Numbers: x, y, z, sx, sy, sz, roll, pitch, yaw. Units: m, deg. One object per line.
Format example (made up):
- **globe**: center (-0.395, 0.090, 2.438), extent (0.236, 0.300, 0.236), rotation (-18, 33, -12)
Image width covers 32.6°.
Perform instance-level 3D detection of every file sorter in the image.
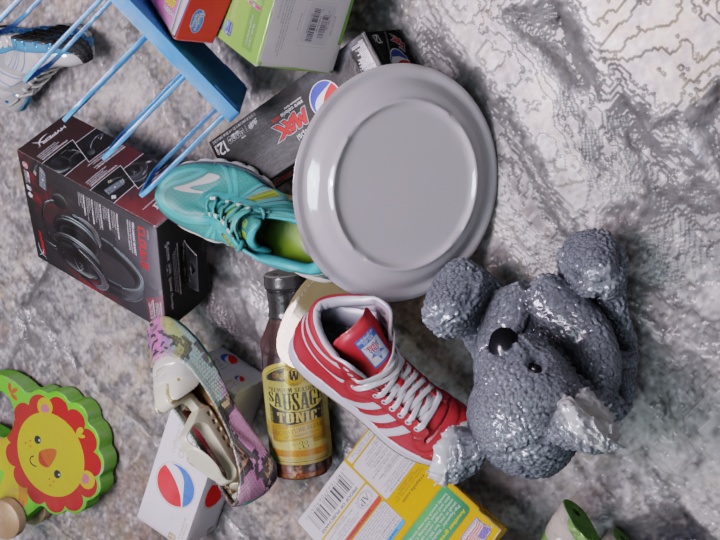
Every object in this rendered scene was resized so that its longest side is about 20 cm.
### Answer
- **file sorter**: center (-0.213, -0.182, 1.089), extent (0.123, 0.139, 0.200), rotation (-43, 104, 10)

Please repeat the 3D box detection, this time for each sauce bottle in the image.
- **sauce bottle**: center (-0.066, 0.100, 1.199), extent (0.065, 0.066, 0.203), rotation (0, 104, 29)

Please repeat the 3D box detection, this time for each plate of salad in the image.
- **plate of salad**: center (0.029, -0.074, 1.048), extent (0.048, 0.198, 0.203), rotation (19, 116, 60)

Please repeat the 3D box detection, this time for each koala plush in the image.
- **koala plush**: center (0.142, 0.096, 0.984), extent (0.175, 0.200, 0.185), rotation (-14, 110, 22)

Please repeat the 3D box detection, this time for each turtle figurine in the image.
- **turtle figurine**: center (0.155, 0.310, 1.066), extent (0.144, 0.200, 0.194), rotation (42, 108, 4)

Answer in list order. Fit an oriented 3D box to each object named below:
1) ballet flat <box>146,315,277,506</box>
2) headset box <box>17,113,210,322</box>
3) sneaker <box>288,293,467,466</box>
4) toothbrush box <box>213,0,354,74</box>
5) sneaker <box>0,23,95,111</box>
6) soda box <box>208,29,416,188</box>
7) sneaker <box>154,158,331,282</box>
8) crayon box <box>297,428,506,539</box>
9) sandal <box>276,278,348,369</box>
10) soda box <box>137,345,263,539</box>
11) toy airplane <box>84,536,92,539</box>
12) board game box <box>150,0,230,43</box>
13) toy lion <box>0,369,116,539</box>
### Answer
- **ballet flat**: center (-0.154, 0.137, 1.178), extent (0.069, 0.071, 0.201), rotation (-33, 90, 40)
- **headset box**: center (-0.234, -0.043, 1.222), extent (0.199, 0.077, 0.150), rotation (29, 141, 21)
- **sneaker**: center (0.031, 0.093, 1.039), extent (0.199, 0.072, 0.113), rotation (31, 154, 4)
- **toothbrush box**: center (-0.088, -0.278, 1.064), extent (0.200, 0.085, 0.147), rotation (40, 121, 41)
- **sneaker**: center (-0.347, -0.210, 1.285), extent (0.198, 0.075, 0.088), rotation (7, 113, 36)
- **soda box**: center (-0.040, -0.140, 1.119), extent (0.199, 0.071, 0.064), rotation (-29, 87, 31)
- **sneaker**: center (-0.096, -0.047, 1.086), extent (0.198, 0.080, 0.078), rotation (21, 100, 16)
- **crayon box**: center (0.042, 0.236, 1.098), extent (0.126, 0.051, 0.200), rotation (-52, 39, -2)
- **sandal**: center (0.005, 0.003, 1.139), extent (0.077, 0.070, 0.213), rotation (34, 94, 10)
- **soda box**: center (-0.165, 0.185, 1.277), extent (0.068, 0.064, 0.202), rotation (30, 116, 20)
- **toy airplane**: center (-0.218, 0.369, 1.298), extent (0.199, 0.142, 0.200), rotation (30, 146, 2)
- **board game box**: center (-0.133, -0.317, 1.020), extent (0.154, 0.040, 0.201), rotation (57, 131, 34)
- **toy lion**: center (-0.374, 0.196, 1.406), extent (0.191, 0.069, 0.201), rotation (-42, 80, 24)
